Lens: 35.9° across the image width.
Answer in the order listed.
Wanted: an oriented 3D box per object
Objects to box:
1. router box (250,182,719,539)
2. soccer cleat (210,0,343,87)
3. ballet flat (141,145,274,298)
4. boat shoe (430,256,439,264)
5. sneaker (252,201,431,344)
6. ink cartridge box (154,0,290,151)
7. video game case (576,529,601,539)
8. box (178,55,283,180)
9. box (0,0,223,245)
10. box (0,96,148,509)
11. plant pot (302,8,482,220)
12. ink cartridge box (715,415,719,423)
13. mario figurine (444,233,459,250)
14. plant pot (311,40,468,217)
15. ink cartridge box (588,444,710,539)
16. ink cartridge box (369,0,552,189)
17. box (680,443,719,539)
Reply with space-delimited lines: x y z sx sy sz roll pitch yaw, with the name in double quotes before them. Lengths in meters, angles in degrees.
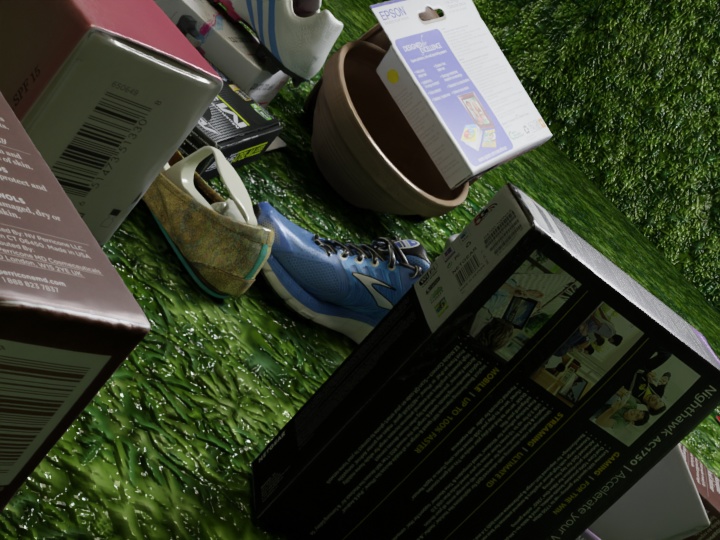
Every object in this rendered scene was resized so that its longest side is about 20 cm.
"router box" 0.063 0.078 0.556 0.149 0.200 0.051 35 18 -23
"soccer cleat" -0.081 -0.258 1.069 0.070 0.086 0.200 22 24 -50
"ballet flat" -0.127 -0.069 0.746 0.200 0.071 0.071 47 17 21
"boat shoe" 0.082 0.054 0.914 0.075 0.062 0.200 35 21 -27
"sneaker" 0.000 0.000 0.818 0.200 0.089 0.079 32 17 -30
"ink cartridge box" -0.141 -0.207 1.079 0.200 0.068 0.115 43 16 3
"video game case" 0.090 0.133 0.695 0.200 0.019 0.143 41 -5 -23
"box" -0.172 -0.160 0.921 0.200 0.048 0.193 41 14 1
"box" -0.195 -0.131 0.636 0.200 0.128 0.109 49 18 28
"box" -0.173 -0.019 0.413 0.075 0.100 0.200 18 27 -54
"plant pot" 0.071 -0.181 1.313 0.198 0.200 0.200 49 16 3
"ink cartridge box" 0.635 0.272 1.601 0.200 0.084 0.176 32 18 -29
"mario figurine" 0.173 -0.007 1.247 0.106 0.123 0.200 65 12 23
"plant pot" 0.016 -0.129 1.149 0.201 0.093 0.201 37 34 -30
"ink cartridge box" 0.181 0.107 0.843 0.200 0.086 0.147 -61 129 -79
"ink cartridge box" 0.102 -0.200 1.189 0.197 0.047 0.200 -28 84 -51
"box" 0.306 0.236 0.943 0.200 0.075 0.100 45 16 5
